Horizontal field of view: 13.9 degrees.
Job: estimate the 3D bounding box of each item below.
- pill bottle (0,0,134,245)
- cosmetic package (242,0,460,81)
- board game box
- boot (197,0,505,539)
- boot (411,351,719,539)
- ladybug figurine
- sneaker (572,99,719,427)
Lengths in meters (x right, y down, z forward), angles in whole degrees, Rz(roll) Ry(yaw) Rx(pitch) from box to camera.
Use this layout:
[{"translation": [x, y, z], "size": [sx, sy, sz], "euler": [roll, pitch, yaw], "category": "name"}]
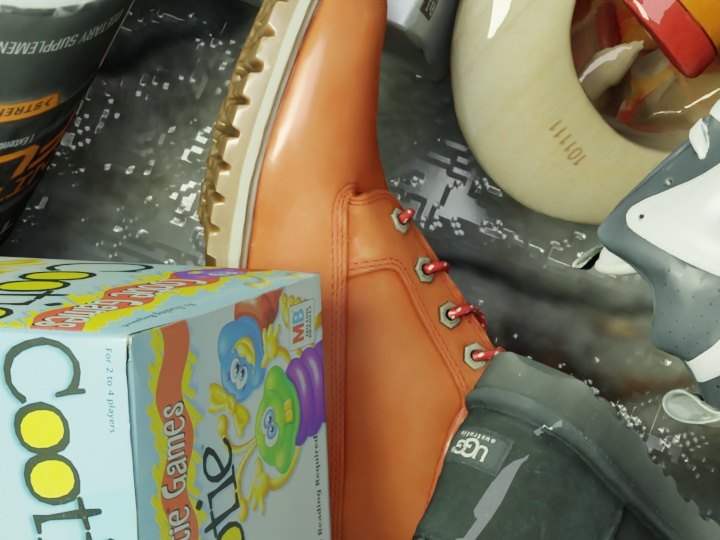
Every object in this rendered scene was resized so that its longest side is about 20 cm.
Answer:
[{"translation": [-0.138, -0.065, 0.910], "size": [0.106, 0.200, 0.107], "euler": [13, 53, -18], "category": "pill bottle"}, {"translation": [-0.052, -0.139, 0.961], "size": [0.199, 0.113, 0.081], "euler": [22, 89, 7], "category": "cosmetic package"}, {"translation": [-0.119, 0.054, 0.830], "size": [0.199, 0.103, 0.105], "euler": [3, 101, 29], "category": "board game box"}, {"translation": [0.000, 0.000, 0.887], "size": [0.107, 0.075, 0.201], "euler": [8, 98, -3], "category": "boot"}, {"translation": [0.033, 0.149, 0.843], "size": [0.066, 0.165, 0.200], "euler": [11, 62, 50], "category": "boot"}, {"translation": [0.110, -0.102, 0.952], "size": [0.200, 0.072, 0.136], "euler": [-39, 115, -3], "category": "ladybug figurine"}, {"translation": [0.120, -0.042, 0.893], "size": [0.129, 0.079, 0.200], "euler": [-12, 81, 27], "category": "sneaker"}]
